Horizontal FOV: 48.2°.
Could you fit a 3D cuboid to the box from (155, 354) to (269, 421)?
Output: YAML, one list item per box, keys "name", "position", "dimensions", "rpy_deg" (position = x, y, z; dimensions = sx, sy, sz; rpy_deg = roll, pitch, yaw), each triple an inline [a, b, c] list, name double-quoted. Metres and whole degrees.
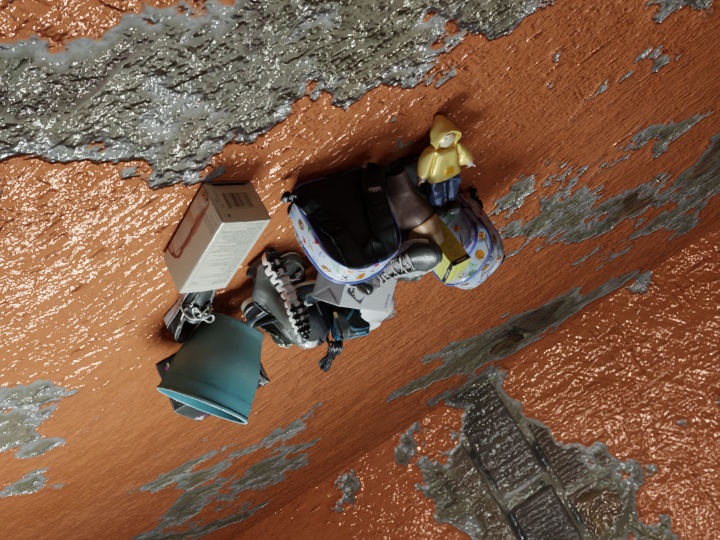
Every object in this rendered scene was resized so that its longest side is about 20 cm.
- name: "box"
  position: [-0.338, 0.239, 1.853]
  dimensions: [0.200, 0.125, 0.149]
  rpy_deg: [-28, 157, 0]

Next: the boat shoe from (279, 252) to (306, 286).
- name: "boat shoe"
  position: [-0.143, 0.027, 1.722]
  dimensions: [0.067, 0.057, 0.200]
  rpy_deg: [-23, 157, -13]

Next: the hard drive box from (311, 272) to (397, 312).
- name: "hard drive box"
  position: [0.000, 0.000, 1.709]
  dimensions: [0.200, 0.077, 0.156]
  rpy_deg: [11, 96, -58]

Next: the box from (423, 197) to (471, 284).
- name: "box"
  position: [0.143, -0.074, 1.653]
  dimensions: [0.050, 0.200, 0.075]
  rpy_deg: [-26, 157, -23]

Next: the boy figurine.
- name: "boy figurine"
  position: [0.163, -0.201, 1.519]
  dimensions: [0.124, 0.064, 0.201]
  rpy_deg: [-15, 132, -17]

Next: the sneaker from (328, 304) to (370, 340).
- name: "sneaker"
  position: [-0.044, 0.095, 1.805]
  dimensions: [0.082, 0.200, 0.073]
  rpy_deg: [-3, 123, -21]

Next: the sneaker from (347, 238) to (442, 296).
- name: "sneaker"
  position: [0.057, 0.006, 1.533]
  dimensions: [0.200, 0.075, 0.116]
  rpy_deg: [-14, -156, 36]

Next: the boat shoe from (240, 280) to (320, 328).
- name: "boat shoe"
  position: [-0.148, 0.072, 1.683]
  dimensions: [0.199, 0.062, 0.075]
  rpy_deg: [-12, 147, -24]

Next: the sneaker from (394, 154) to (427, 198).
- name: "sneaker"
  position: [0.144, -0.169, 1.606]
  dimensions: [0.074, 0.088, 0.200]
  rpy_deg: [-39, 156, 23]

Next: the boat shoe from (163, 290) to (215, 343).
- name: "boat shoe"
  position: [-0.328, 0.075, 1.595]
  dimensions: [0.073, 0.068, 0.199]
  rpy_deg: [-1, 145, -48]

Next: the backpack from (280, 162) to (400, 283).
- name: "backpack"
  position: [-0.026, -0.071, 1.462]
  dimensions: [0.199, 0.191, 0.154]
  rpy_deg: [-21, 157, -20]

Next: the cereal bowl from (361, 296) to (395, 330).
- name: "cereal bowl"
  position: [-0.007, 0.104, 1.956]
  dimensions: [0.199, 0.084, 0.200]
  rpy_deg: [-15, 163, -5]

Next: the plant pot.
- name: "plant pot"
  position: [-0.294, 0.197, 1.682]
  dimensions: [0.200, 0.199, 0.189]
  rpy_deg: [70, 39, -67]

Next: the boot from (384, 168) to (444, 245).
- name: "boot"
  position: [0.070, -0.116, 1.580]
  dimensions: [0.072, 0.167, 0.200]
  rpy_deg: [-40, -163, -29]

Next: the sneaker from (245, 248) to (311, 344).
- name: "sneaker"
  position: [-0.168, 0.062, 1.613]
  dimensions: [0.090, 0.201, 0.066]
  rpy_deg: [-26, 177, 25]

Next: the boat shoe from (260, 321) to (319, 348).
- name: "boat shoe"
  position: [-0.158, 0.131, 1.739]
  dimensions: [0.071, 0.200, 0.064]
  rpy_deg: [-1, 111, -38]

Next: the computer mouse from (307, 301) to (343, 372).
- name: "computer mouse"
  position: [-0.085, 0.107, 1.733]
  dimensions: [0.046, 0.201, 0.140]
  rpy_deg: [1, 154, -21]

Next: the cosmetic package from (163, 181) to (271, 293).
- name: "cosmetic package"
  position: [-0.251, -0.056, 1.387]
  dimensions: [0.103, 0.087, 0.200]
  rpy_deg: [-8, 148, -43]

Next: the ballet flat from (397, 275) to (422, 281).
- name: "ballet flat"
  position: [0.086, -0.006, 1.859]
  dimensions: [0.067, 0.057, 0.200]
  rpy_deg: [-58, -161, -15]

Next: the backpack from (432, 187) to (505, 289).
- name: "backpack"
  position: [0.214, -0.060, 1.762]
  dimensions: [0.200, 0.191, 0.154]
  rpy_deg: [-50, 155, 24]
